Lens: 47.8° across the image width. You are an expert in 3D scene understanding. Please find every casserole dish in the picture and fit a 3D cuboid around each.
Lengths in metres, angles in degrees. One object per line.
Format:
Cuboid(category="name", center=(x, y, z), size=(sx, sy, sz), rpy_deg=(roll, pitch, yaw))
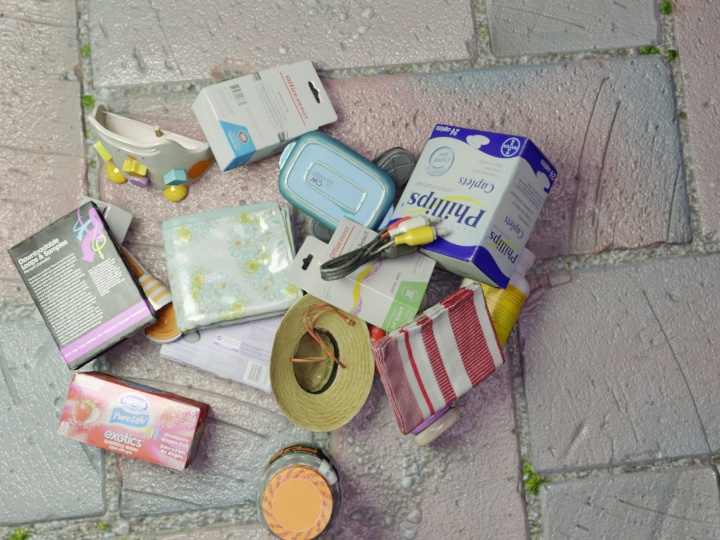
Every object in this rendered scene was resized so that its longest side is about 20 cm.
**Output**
Cuboid(category="casserole dish", center=(-0.038, -0.128, 1.239), size=(0.198, 0.039, 0.123), rpy_deg=(32, 95, 0))

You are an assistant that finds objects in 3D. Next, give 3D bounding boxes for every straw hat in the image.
Cuboid(category="straw hat", center=(-0.075, 0.135, 1.221), size=(0.198, 0.084, 0.206), rpy_deg=(2, 87, -36))

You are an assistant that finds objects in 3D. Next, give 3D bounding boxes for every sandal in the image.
Cuboid(category="sandal", center=(-0.347, 0.031, 1.231), size=(0.206, 0.059, 0.080), rpy_deg=(41, 91, 19))

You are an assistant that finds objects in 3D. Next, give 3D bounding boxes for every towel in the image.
Cuboid(category="towel", center=(-0.190, -0.008, 1.222), size=(0.196, 0.048, 0.175), rpy_deg=(-11, 73, -10))
Cuboid(category="towel", center=(0.116, 0.123, 1.154), size=(0.198, 0.023, 0.146), rpy_deg=(-30, 112, -23))

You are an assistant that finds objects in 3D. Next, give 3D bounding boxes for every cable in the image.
Cuboid(category="cable", center=(0.020, -0.040, 1.143), size=(0.197, 0.097, 0.051), rpy_deg=(-15, 115, -26))

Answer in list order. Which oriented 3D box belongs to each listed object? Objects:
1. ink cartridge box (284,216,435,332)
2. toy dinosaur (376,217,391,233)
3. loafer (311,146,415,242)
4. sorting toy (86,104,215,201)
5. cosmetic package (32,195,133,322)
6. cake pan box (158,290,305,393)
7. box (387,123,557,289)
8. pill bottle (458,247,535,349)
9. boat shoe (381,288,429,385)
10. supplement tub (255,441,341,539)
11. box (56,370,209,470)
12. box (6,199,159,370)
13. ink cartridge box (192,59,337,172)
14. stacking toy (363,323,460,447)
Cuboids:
Cuboid(category="ink cartridge box", center=(0.000, 0.000, 1.190), size=(0.197, 0.068, 0.118), rpy_deg=(25, 44, 1))
Cuboid(category="toy dinosaur", center=(0.020, -0.025, 1.282), size=(0.199, 0.047, 0.089), rpy_deg=(-38, 99, 0))
Cuboid(category="loafer", center=(0.002, -0.122, 1.296), size=(0.199, 0.063, 0.072), rpy_deg=(-40, 114, 6))
Cuboid(category="sorting toy", center=(-0.329, -0.186, 1.216), size=(0.196, 0.180, 0.109), rpy_deg=(17, 84, -1))
Cuboid(category="cosmetic package", center=(-0.425, -0.008, 1.241), size=(0.081, 0.050, 0.204), rpy_deg=(15, 82, 39))
Cuboid(category="cake pan box", center=(-0.191, 0.074, 1.265), size=(0.196, 0.052, 0.188), rpy_deg=(17, 86, -1))
Cuboid(category="box", center=(0.164, -0.101, 1.226), size=(0.104, 0.182, 0.203), rpy_deg=(32, 80, -45))
Cuboid(category="pill bottle", center=(0.197, 0.054, 1.261), size=(0.103, 0.104, 0.203), rpy_deg=(27, 84, 0))
Cuboid(category="boat shoe", center=(0.067, 0.097, 1.233), size=(0.072, 0.075, 0.203), rpy_deg=(5, 47, -7))
Cuboid(category="supplement tub", center=(-0.088, 0.319, 1.172), size=(0.120, 0.200, 0.126), rpy_deg=(0, 84, -4))
Cuboid(category="box", center=(-0.336, 0.222, 1.218), size=(0.196, 0.100, 0.098), rpy_deg=(16, 84, -1))
Cuboid(category="box", center=(-0.402, 0.021, 1.180), size=(0.141, 0.036, 0.203), rpy_deg=(-30, 87, -5))
Cuboid(category="ink cartridge box", center=(-0.146, -0.244, 1.267), size=(0.198, 0.067, 0.118), rpy_deg=(-24, 86, -32))
Cuboid(category="stacking toy", center=(0.067, 0.169, 1.263), size=(0.085, 0.085, 0.201), rpy_deg=(-35, 81, -6))
